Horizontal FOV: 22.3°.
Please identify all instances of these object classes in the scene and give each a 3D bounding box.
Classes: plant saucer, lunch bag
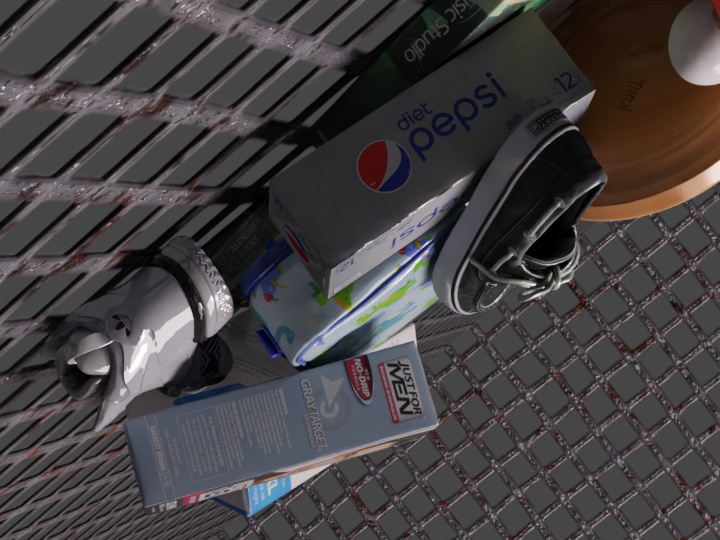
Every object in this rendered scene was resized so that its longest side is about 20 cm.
[{"bbox_3d":[0.177,-0.121,1.165,0.200,0.201,0.032,-38,132,3],"label":"plant saucer"},{"bbox_3d":[0.000,0.000,1.221,0.160,0.083,0.200,-39,170,-1],"label":"lunch bag"}]

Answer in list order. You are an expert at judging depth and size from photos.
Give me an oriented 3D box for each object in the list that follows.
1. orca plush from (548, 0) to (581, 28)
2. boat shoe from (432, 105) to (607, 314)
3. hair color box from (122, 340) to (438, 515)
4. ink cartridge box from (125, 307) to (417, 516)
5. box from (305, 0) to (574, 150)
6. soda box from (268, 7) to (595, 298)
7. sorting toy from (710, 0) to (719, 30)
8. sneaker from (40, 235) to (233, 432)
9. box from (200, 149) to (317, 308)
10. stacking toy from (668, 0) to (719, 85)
[{"bbox_3d":[0.161,-0.169,1.312,0.105,0.071,0.200,-43,171,33],"label":"orca plush"},{"bbox_3d":[0.102,-0.018,1.114,0.073,0.068,0.200,-31,161,-33],"label":"boat shoe"},{"bbox_3d":[-0.055,0.107,1.218,0.198,0.061,0.099,-16,172,-8],"label":"hair color box"},{"bbox_3d":[-0.068,0.097,1.459,0.199,0.085,0.145,-27,-149,-38],"label":"ink cartridge box"},{"bbox_3d":[0.069,-0.147,1.157,0.200,0.036,0.144,-44,170,30],"label":"box"},{"bbox_3d":[0.042,-0.071,1.103,0.199,0.068,0.064,-35,168,-12],"label":"soda box"},{"bbox_3d":[0.199,-0.193,0.941,0.069,0.201,0.200,-23,177,20],"label":"sorting toy"},{"bbox_3d":[-0.147,0.053,1.198,0.114,0.075,0.200,-34,167,-17],"label":"sneaker"},{"bbox_3d":[-0.041,-0.029,1.309,0.137,0.040,0.200,-40,172,6],"label":"box"},{"bbox_3d":[0.248,-0.179,1.083,0.200,0.146,0.146,-51,179,-26],"label":"stacking toy"}]
